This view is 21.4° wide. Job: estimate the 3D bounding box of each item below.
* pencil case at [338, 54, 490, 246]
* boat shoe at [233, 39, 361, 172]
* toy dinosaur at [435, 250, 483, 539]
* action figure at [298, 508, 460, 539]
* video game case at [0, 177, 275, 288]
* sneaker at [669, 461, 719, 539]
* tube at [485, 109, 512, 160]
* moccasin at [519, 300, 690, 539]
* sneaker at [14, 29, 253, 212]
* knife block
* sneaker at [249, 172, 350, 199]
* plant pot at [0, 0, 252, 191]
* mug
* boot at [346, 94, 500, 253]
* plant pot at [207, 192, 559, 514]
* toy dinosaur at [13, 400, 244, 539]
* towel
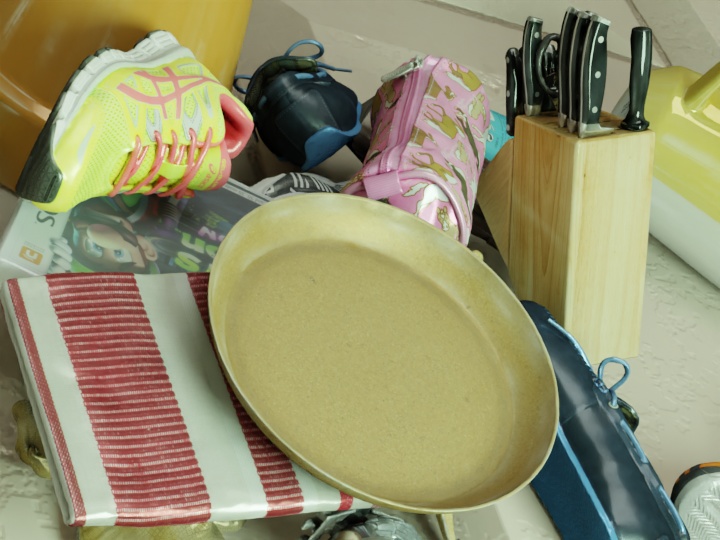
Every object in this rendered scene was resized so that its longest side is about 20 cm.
[{"bbox_3d":[0.035,-0.061,1.164,0.086,0.083,0.200,36,26,-11],"label":"pencil case"},{"bbox_3d":[-0.039,-0.118,1.267,0.069,0.084,0.200,53,-6,-11],"label":"boat shoe"},{"bbox_3d":[0.045,0.090,1.095,0.058,0.200,0.101,-1,-5,4],"label":"toy dinosaur"},{"bbox_3d":[0.040,0.174,0.974,0.200,0.069,0.130,50,22,20],"label":"action figure"},{"bbox_3d":[-0.094,-0.005,1.054,0.200,0.023,0.182,26,30,-11],"label":"video game case"},{"bbox_3d":[0.261,0.145,1.212,0.200,0.078,0.112,24,26,-30],"label":"sneaker"},{"bbox_3d":[0.127,-0.088,1.460,0.200,0.050,0.077,18,45,-28],"label":"tube"},{"bbox_3d":[0.137,0.105,1.164,0.068,0.080,0.200,-5,56,-23],"label":"moccasin"},{"bbox_3d":[-0.114,-0.072,1.039,0.090,0.078,0.200,36,29,3],"label":"sneaker"},{"bbox_3d":[0.147,-0.060,1.204,0.064,0.176,0.200,-9,66,-28],"label":"knife block"},{"bbox_3d":[0.000,0.000,1.195,0.200,0.075,0.115,-2,40,-46],"label":"sneaker"},{"bbox_3d":[-0.152,-0.162,1.202,0.200,0.183,0.200,21,32,-14],"label":"plant pot"},{"bbox_3d":[0.268,-0.093,1.437,0.153,0.187,0.149,30,22,-4],"label":"mug"},{"bbox_3d":[0.079,-0.076,1.359,0.200,0.064,0.186,31,19,-2],"label":"boot"},{"bbox_3d":[0.009,0.045,0.980,0.200,0.027,0.200,18,45,-19],"label":"plant pot"},{"bbox_3d":[-0.089,0.127,0.961,0.200,0.058,0.101,35,46,24],"label":"toy dinosaur"},{"bbox_3d":[-0.072,0.062,0.947,0.200,0.023,0.144,0,51,-33],"label":"towel"}]
